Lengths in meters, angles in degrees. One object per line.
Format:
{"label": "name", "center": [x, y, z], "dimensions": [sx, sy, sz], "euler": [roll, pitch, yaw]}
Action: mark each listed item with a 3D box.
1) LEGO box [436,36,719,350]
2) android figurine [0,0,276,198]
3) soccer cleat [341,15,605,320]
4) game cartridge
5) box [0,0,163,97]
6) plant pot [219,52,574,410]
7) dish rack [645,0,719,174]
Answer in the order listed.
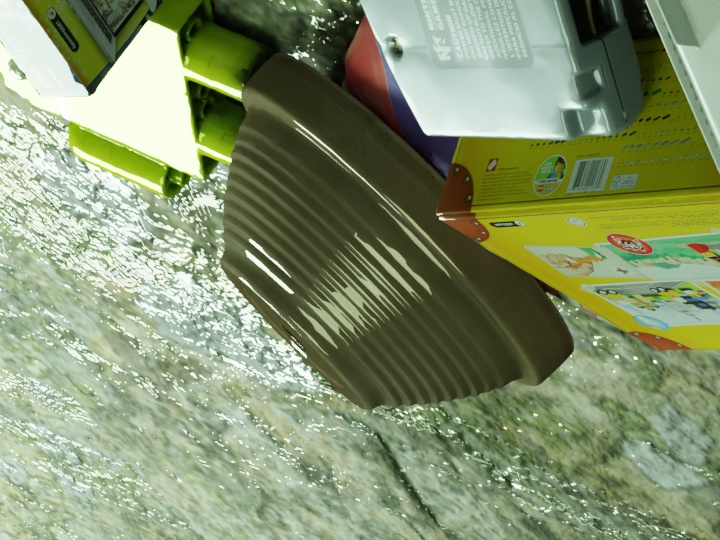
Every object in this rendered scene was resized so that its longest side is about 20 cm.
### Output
{"label": "LEGO box", "center": [0.154, -0.029, 1.084], "dimensions": [0.149, 0.078, 0.199], "euler": [29, 161, -34]}
{"label": "android figurine", "center": [-0.132, -0.113, 1.359], "dimensions": [0.199, 0.041, 0.183], "euler": [24, 150, 18]}
{"label": "soccer cleat", "center": [0.078, -0.051, 1.203], "dimensions": [0.200, 0.067, 0.076], "euler": [41, 147, -5]}
{"label": "game cartridge", "center": [0.036, -0.149, 1.050], "dimensions": [0.133, 0.040, 0.201], "euler": [4, 117, 51]}
{"label": "box", "center": [-0.143, -0.194, 1.144], "dimensions": [0.038, 0.137, 0.200], "euler": [3, 138, 42]}
{"label": "plant pot", "center": [0.000, 0.000, 1.257], "dimensions": [0.201, 0.093, 0.201], "euler": [43, 173, 6]}
{"label": "dish rack", "center": [0.178, -0.049, 0.866], "dimensions": [0.171, 0.044, 0.201], "euler": [4, 138, 38]}
